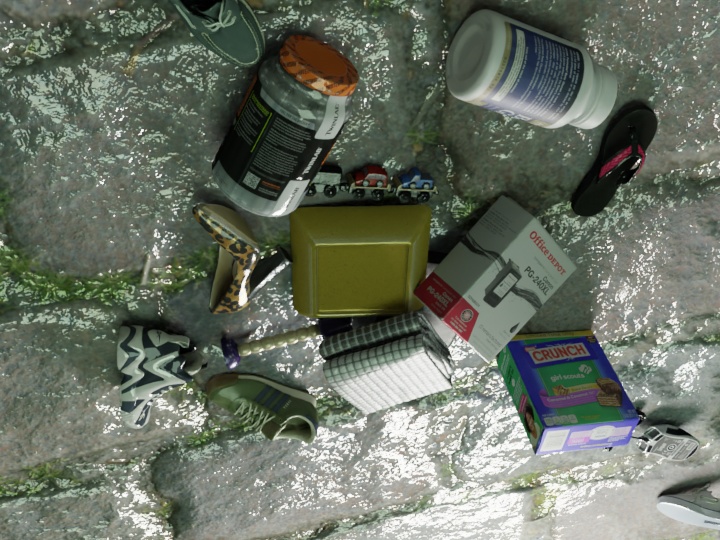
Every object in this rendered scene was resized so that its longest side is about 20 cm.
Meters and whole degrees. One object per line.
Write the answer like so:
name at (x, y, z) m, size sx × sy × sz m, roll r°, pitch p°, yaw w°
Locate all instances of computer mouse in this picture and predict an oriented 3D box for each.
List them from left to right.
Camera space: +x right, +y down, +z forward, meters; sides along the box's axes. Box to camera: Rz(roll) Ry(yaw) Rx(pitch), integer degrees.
computer mouse at (0.586, 0.333, 1.890) m, size 0.200 × 0.044 × 0.110 m, roll 17°, pitch 122°, yaw -22°

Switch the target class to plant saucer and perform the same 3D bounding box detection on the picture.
plant saucer at (0.000, 0.000, 1.362) m, size 0.200 × 0.048 × 0.200 m, roll -1°, pitch 131°, yaw -2°

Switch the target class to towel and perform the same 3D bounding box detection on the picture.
towel at (0.045, 0.137, 1.443) m, size 0.165 × 0.086 × 0.200 m, roll -19°, pitch 152°, yaw 13°

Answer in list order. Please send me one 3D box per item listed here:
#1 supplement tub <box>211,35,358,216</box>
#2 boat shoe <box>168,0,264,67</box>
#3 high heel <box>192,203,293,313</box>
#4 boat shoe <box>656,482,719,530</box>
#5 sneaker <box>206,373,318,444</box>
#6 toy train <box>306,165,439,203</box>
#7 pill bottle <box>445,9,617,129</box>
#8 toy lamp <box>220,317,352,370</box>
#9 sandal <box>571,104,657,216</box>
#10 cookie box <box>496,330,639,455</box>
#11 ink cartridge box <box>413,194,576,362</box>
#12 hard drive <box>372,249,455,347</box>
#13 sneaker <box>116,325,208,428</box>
supplement tub at (-0.089, -0.173, 1.141) m, size 0.122 × 0.123 × 0.200 m, roll 14°, pitch 129°, yaw -27°
boat shoe at (-0.172, -0.289, 1.046) m, size 0.073 × 0.062 × 0.200 m, roll -29°, pitch 134°, yaw 12°
high heel at (-0.199, -0.009, 1.301) m, size 0.143 × 0.071 × 0.200 m, roll -38°, pitch 141°, yaw 12°
boat shoe at (0.761, 0.514, 2.096) m, size 0.202 × 0.086 × 0.075 m, roll 10°, pitch 142°, yaw 14°
sneaker at (-0.152, 0.231, 1.537) m, size 0.200 × 0.090 × 0.067 m, roll 18°, pitch 127°, yaw -30°
toy train at (0.014, -0.121, 1.287) m, size 0.200 × 0.034 × 0.046 m, roll 2°, pitch 120°, yaw -17°
pill bottle at (0.216, -0.240, 1.173) m, size 0.200 × 0.111 × 0.111 m, roll 13°, pitch 128°, yaw -26°
toy lamp at (-0.111, 0.105, 1.451) m, size 0.200 × 0.058 × 0.058 m, roll -16°, pitch 135°, yaw -2°
sandal at (0.370, -0.147, 1.356) m, size 0.075 × 0.045 × 0.200 m, roll 5°, pitch 132°, yaw -20°
cookie box at (0.339, 0.197, 1.571) m, size 0.171 × 0.200 × 0.075 m, roll -3°, pitch 133°, yaw -14°
ink cartridge box at (0.200, 0.013, 1.388) m, size 0.200 × 0.083 × 0.145 m, roll -48°, pitch 130°, yaw 2°
hard drive at (0.106, 0.056, 1.484) m, size 0.139 × 0.033 × 0.200 m, roll 8°, pitch 130°, yaw -23°
sneaker at (-0.297, 0.166, 1.438) m, size 0.129 × 0.080 × 0.199 m, roll 2°, pitch 123°, yaw -6°
